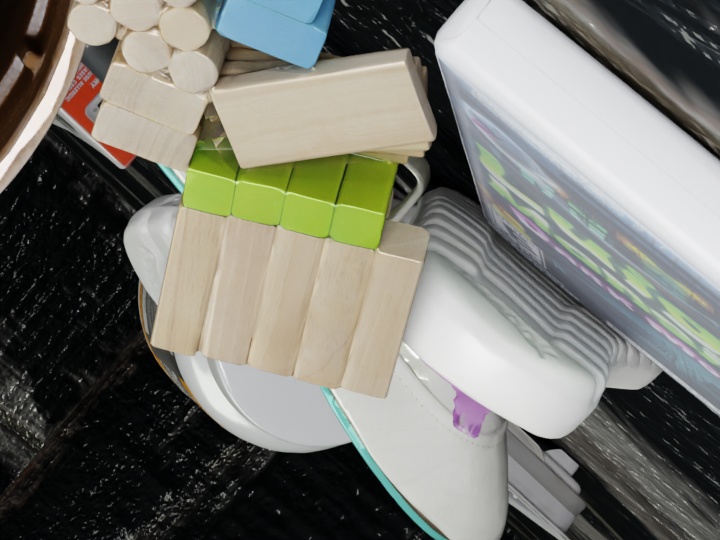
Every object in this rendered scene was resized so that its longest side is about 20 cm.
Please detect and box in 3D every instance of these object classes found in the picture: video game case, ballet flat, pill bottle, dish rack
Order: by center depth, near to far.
[{"bbox_3d":[0.102,0.026,0.599,0.200,0.023,0.182,41,176,12],"label":"video game case"},{"bbox_3d":[0.003,-0.001,0.798,0.200,0.069,0.069,55,173,-14],"label":"ballet flat"},{"bbox_3d":[-0.034,0.019,1.178,0.116,0.117,0.200,42,177,-11],"label":"pill bottle"},{"bbox_3d":[0.049,0.076,1.539,0.172,0.044,0.200,44,176,-25],"label":"dish rack"}]

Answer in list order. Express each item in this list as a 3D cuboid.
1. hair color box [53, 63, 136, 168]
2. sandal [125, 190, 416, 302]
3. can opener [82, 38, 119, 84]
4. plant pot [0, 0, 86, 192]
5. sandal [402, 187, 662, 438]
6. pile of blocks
[{"bbox_3d":[-0.162,-0.137,1.087,0.200,0.064,0.111,45,174,-26],"label":"hair color box"},{"bbox_3d":[-0.003,-0.006,0.902,0.202,0.050,0.083,11,138,41],"label":"sandal"},{"bbox_3d":[-0.048,-0.053,0.976,0.067,0.053,0.200,36,172,48],"label":"can opener"},{"bbox_3d":[-0.170,-0.101,0.718,0.200,0.200,0.198,42,-177,-11],"label":"plant pot"},{"bbox_3d":[0.033,0.018,0.713,0.082,0.050,0.203,40,-171,9],"label":"sandal"},{"bbox_3d":[-0.025,-0.064,0.578,0.062,0.081,0.201,-76,-24,-47],"label":"pile of blocks"}]
